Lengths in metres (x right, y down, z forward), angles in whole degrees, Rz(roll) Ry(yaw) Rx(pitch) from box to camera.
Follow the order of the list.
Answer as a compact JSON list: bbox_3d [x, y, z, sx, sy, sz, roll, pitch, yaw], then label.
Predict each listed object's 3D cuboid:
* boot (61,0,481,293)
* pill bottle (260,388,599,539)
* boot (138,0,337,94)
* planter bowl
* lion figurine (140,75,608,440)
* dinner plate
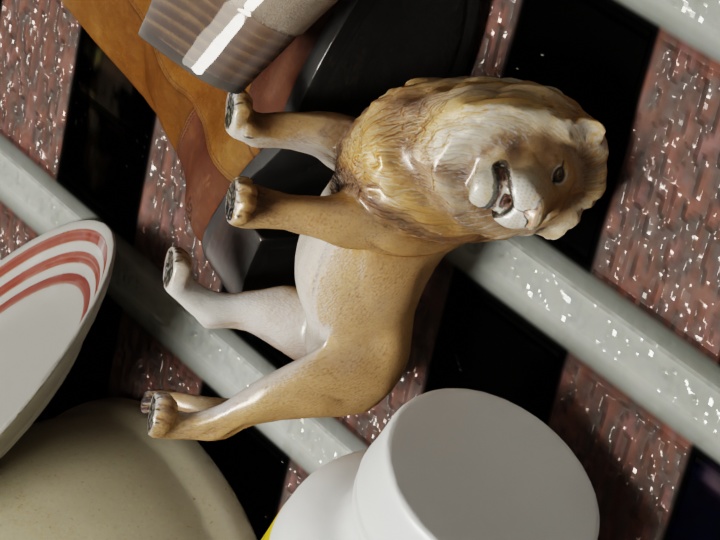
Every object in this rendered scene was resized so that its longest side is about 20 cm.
[{"bbox_3d":[-0.042,-0.113,0.918,0.200,0.068,0.188,60,145,32],"label":"boot"},{"bbox_3d":[0.005,0.134,0.865,0.111,0.111,0.200,55,135,26],"label":"pill bottle"},{"bbox_3d":[-0.062,-0.159,0.808,0.200,0.070,0.146,34,103,20],"label":"boot"},{"bbox_3d":[-0.144,0.165,1.035,0.200,0.135,0.201,15,110,47],"label":"planter bowl"},{"bbox_3d":[0.000,0.000,0.848,0.200,0.122,0.073,120,152,-49],"label":"lion figurine"},{"bbox_3d":[-0.174,0.057,1.030,0.024,0.200,0.200,47,145,-19],"label":"dinner plate"}]
